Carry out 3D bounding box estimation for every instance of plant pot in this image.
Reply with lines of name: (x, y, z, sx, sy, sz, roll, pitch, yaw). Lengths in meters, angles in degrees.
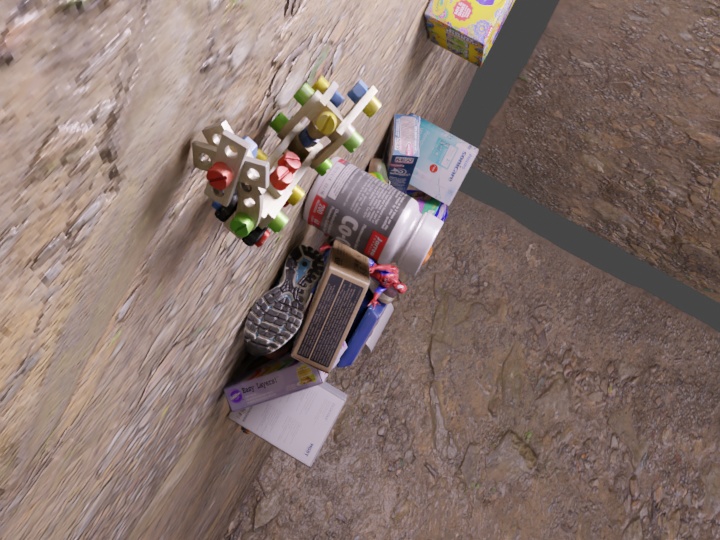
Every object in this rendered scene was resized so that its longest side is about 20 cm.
plant pot: (-0.041, 0.081, 1.316, 0.202, 0.178, 0.200, -61, 174, 27)

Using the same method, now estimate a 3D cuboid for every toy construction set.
toy construction set: (-0.067, -0.096, 0.512, 0.131, 0.093, 0.200, -33, -172, 40)

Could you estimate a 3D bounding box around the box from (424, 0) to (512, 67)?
box: (0.217, -0.508, 1.062, 0.202, 0.121, 0.193, -62, 174, 12)

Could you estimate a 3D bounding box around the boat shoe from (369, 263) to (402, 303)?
boat shoe: (0.020, -0.024, 1.259, 0.065, 0.201, 0.072, -42, 163, 21)

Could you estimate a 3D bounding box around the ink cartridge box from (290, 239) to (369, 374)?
ink cartridge box: (-0.047, 0.053, 0.996, 0.200, 0.074, 0.167, -90, -156, -75)

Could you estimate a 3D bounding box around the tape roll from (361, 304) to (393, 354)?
tape roll: (-0.025, 0.119, 1.622, 0.140, 0.201, 0.203, -60, 175, -18)

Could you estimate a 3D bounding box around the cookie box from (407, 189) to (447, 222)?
cookie box: (0.111, -0.143, 1.529, 0.172, 0.197, 0.076, -57, 146, -50)

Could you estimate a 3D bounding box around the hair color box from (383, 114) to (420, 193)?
hair color box: (0.089, -0.253, 1.327, 0.200, 0.059, 0.102, 104, -11, -71)

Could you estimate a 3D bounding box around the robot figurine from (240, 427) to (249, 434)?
robot figurine: (-0.222, 0.307, 1.418, 0.202, 0.058, 0.145, -62, 175, -8)

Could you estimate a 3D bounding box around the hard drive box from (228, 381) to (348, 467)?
hard drive box: (-0.148, 0.283, 1.217, 0.157, 0.198, 0.077, -60, 175, -3)

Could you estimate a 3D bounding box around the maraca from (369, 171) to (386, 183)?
maraca: (-0.004, -0.114, 1.093, 0.199, 0.106, 0.139, 1, -110, 68)

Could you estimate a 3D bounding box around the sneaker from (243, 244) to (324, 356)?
sneaker: (-0.121, 0.059, 0.954, 0.201, 0.078, 0.090, -59, 178, -30)

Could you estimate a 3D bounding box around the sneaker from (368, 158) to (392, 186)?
sneaker: (0.067, -0.152, 1.305, 0.067, 0.088, 0.203, -63, 156, -53)

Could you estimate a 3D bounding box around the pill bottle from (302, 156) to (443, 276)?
pill bottle: (0.020, -0.080, 0.908, 0.115, 0.198, 0.114, -60, 175, -8)

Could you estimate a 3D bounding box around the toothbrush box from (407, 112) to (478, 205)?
toothbrush box: (0.175, -0.279, 1.465, 0.148, 0.198, 0.085, -62, 176, 25)

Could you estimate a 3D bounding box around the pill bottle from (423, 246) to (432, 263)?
pill bottle: (0.071, -0.089, 1.233, 0.105, 0.200, 0.107, -28, -140, 27)

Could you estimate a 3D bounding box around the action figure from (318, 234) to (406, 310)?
action figure: (0.000, 0.000, 1.173, 0.066, 0.198, 0.099, -64, 173, 33)

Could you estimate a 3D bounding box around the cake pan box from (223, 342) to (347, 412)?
cake pan box: (-0.130, 0.178, 1.077, 0.182, 0.053, 0.200, -18, -173, 15)

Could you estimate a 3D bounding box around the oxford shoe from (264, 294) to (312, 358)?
oxford shoe: (-0.126, 0.087, 1.117, 0.200, 0.070, 0.075, -57, 169, -58)
